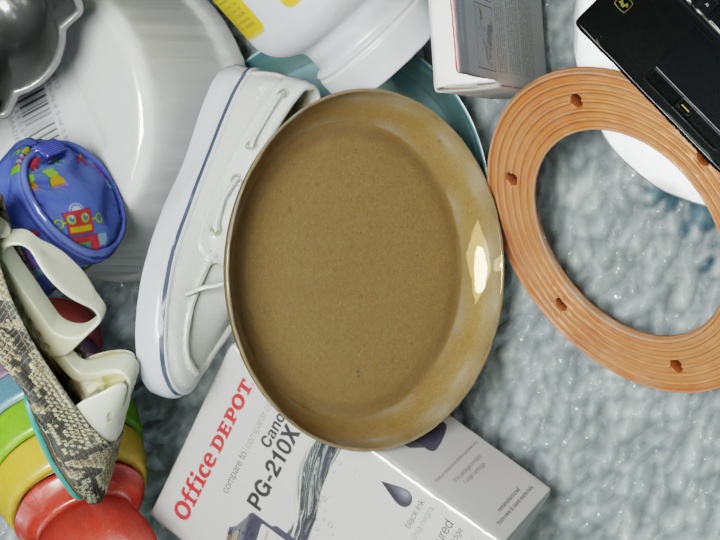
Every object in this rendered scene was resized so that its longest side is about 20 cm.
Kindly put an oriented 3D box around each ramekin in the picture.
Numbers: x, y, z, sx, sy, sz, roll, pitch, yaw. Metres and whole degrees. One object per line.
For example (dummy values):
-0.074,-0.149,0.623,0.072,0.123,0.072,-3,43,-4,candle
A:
-0.173,-0.091,1.133,0.199,0.097,0.203,2,94,30,ramekin

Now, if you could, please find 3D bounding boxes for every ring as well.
0.153,-0.023,1.026,0.199,0.019,0.202,30,139,30,ring

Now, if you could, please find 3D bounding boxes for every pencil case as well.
-0.230,-0.006,1.069,0.199,0.078,0.087,-28,96,27,pencil case

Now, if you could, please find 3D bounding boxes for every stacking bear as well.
-0.181,0.126,1.122,0.113,0.121,0.201,-37,55,13,stacking bear

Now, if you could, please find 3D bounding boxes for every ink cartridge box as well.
-0.010,0.139,1.104,0.199,0.084,0.146,35,120,14,ink cartridge box
0.055,-0.200,1.008,0.044,0.176,0.203,-4,91,22,ink cartridge box

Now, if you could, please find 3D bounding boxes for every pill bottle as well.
-0.046,-0.194,1.040,0.112,0.112,0.200,-38,103,19,pill bottle

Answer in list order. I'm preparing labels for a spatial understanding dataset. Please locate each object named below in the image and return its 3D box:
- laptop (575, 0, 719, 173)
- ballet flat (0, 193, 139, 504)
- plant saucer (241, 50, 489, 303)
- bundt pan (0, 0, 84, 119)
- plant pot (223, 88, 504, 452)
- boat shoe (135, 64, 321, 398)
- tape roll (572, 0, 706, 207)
0.233,-0.140,0.890,0.200,0.103,0.177,-43,78,2,laptop
-0.168,0.043,1.006,0.075,0.068,0.201,-23,116,12,ballet flat
-0.013,-0.047,1.133,0.198,0.027,0.203,2,95,20,plant saucer
-0.255,-0.179,1.031,0.199,0.076,0.204,-5,118,-9,bundt pan
0.000,0.000,1.033,0.027,0.198,0.203,-1,96,51,plant pot
-0.062,-0.020,1.053,0.085,0.075,0.204,8,69,24,boat shoe
0.220,-0.133,1.018,0.198,0.066,0.203,2,97,20,tape roll
